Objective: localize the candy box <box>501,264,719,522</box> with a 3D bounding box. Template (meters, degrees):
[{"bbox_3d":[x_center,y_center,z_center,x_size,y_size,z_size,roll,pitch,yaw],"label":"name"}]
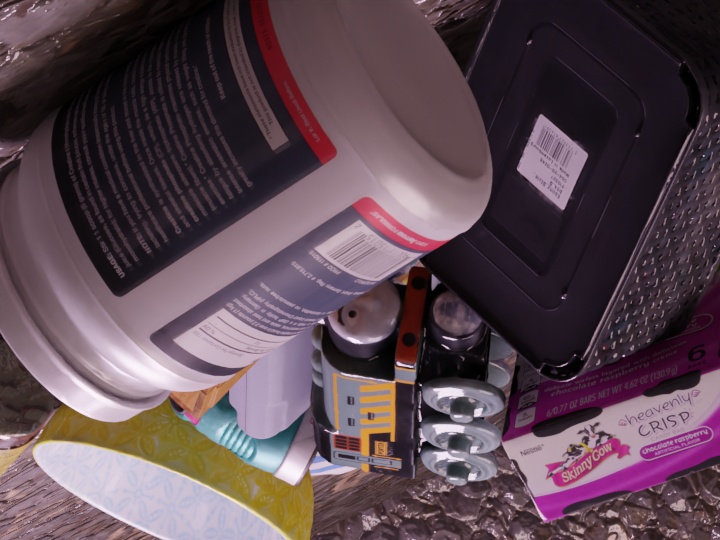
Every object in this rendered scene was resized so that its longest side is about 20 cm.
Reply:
[{"bbox_3d":[0.159,0.043,1.449,0.136,0.061,0.200,-21,-157,19],"label":"candy box"}]

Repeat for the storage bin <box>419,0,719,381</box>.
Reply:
[{"bbox_3d":[0.123,-0.061,1.322,0.093,0.135,0.201,-19,141,-42],"label":"storage bin"}]

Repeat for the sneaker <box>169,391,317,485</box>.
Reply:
[{"bbox_3d":[-0.069,0.037,1.636,0.201,0.120,0.084,-75,-168,-48],"label":"sneaker"}]

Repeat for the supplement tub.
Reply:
[{"bbox_3d":[-0.056,-0.036,1.112,0.199,0.141,0.140,-32,170,21],"label":"supplement tub"}]

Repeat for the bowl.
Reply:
[{"bbox_3d":[-0.110,0.113,1.748,0.200,0.199,0.108,123,-9,-71],"label":"bowl"}]

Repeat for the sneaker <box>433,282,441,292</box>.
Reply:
[{"bbox_3d":[0.076,0.015,1.677,0.199,0.076,0.091,-14,148,-34],"label":"sneaker"}]

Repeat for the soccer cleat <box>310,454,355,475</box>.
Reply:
[{"bbox_3d":[-0.003,0.090,1.780,0.086,0.070,0.200,5,160,-14],"label":"soccer cleat"}]

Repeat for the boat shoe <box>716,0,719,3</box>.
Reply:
[{"bbox_3d":[0.170,-0.109,1.538,0.199,0.073,0.072,-28,178,0],"label":"boat shoe"}]

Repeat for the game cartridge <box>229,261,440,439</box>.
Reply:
[{"bbox_3d":[0.000,0.000,1.523,0.200,0.041,0.133,-43,162,-26],"label":"game cartridge"}]

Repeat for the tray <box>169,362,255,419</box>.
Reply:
[{"bbox_3d":[-0.026,-0.014,1.389,0.200,0.037,0.099,-46,171,-27],"label":"tray"}]

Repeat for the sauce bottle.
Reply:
[{"bbox_3d":[-0.240,0.102,1.549,0.064,0.065,0.200,-22,170,-32],"label":"sauce bottle"}]

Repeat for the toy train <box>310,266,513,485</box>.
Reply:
[{"bbox_3d":[0.027,0.060,1.453,0.113,0.086,0.200,7,156,4],"label":"toy train"}]
